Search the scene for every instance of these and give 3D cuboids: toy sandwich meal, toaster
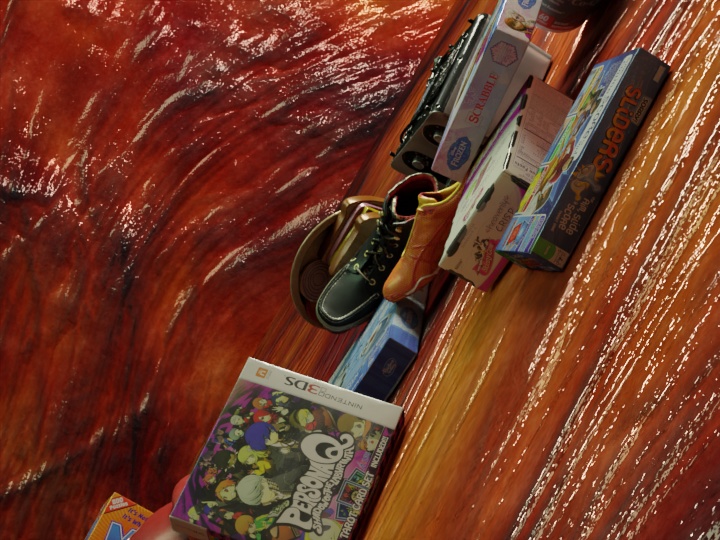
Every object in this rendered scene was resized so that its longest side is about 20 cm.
[{"bbox_3d":[0.000,0.000,1.951,0.206,0.204,0.070,-60,39,9],"label":"toy sandwich meal"},{"bbox_3d":[0.140,-0.213,1.861,0.201,0.118,0.181,-64,8,-26],"label":"toaster"}]

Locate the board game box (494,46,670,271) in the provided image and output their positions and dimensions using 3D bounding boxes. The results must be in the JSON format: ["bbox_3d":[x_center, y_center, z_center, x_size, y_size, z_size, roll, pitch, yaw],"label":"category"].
[{"bbox_3d":[0.194,-0.096,1.294,0.201,0.034,0.135,-61,7,-2],"label":"board game box"}]

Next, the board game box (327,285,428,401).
[{"bbox_3d":[0.011,0.120,1.769,0.201,0.043,0.199,-57,6,24],"label":"board game box"}]

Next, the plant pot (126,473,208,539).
[{"bbox_3d":[-0.163,0.328,1.548,0.183,0.199,0.201,-56,7,15],"label":"plant pot"}]

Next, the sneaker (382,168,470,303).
[{"bbox_3d":[0.083,-0.048,1.694,0.201,0.077,0.073,-52,7,18],"label":"sneaker"}]

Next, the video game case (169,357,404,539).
[{"bbox_3d":[-0.071,0.201,1.476,0.036,0.180,0.201,85,-154,-55],"label":"video game case"}]

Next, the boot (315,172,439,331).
[{"bbox_3d":[0.023,-0.026,1.816,0.203,0.073,0.154,-40,-19,-19],"label":"boot"}]

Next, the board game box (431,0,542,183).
[{"bbox_3d":[0.148,-0.232,1.599,0.201,0.041,0.200,-68,1,-48],"label":"board game box"}]

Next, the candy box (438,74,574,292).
[{"bbox_3d":[0.152,-0.092,1.490,0.137,0.061,0.201,-58,6,38],"label":"candy box"}]

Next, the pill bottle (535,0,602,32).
[{"bbox_3d":[0.254,-0.369,1.654,0.117,0.115,0.200,-64,7,-30],"label":"pill bottle"}]

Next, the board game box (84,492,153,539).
[{"bbox_3d":[-0.384,0.517,2.446,0.201,0.199,0.200,-62,6,-19],"label":"board game box"}]
